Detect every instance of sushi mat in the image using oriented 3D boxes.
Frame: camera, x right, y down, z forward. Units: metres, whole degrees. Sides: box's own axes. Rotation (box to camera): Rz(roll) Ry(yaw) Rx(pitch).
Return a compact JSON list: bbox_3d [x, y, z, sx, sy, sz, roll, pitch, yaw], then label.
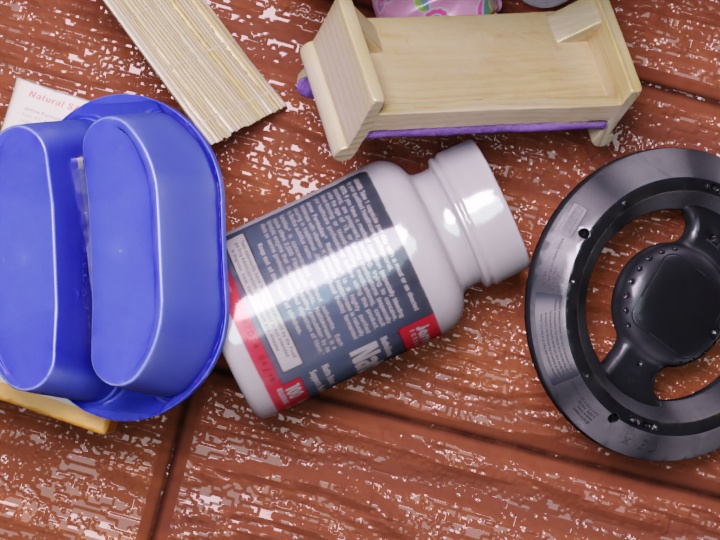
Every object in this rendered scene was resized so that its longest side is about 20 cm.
[{"bbox_3d":[-0.130,-0.172,1.692,0.012,0.096,0.200,-37,89,36],"label":"sushi mat"}]

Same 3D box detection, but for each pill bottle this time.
[{"bbox_3d":[0.000,0.000,1.667,0.199,0.120,0.120,-25,88,0],"label":"pill bottle"}]

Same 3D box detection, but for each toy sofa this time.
[{"bbox_3d":[0.065,-0.114,1.640,0.199,0.098,0.083,-4,61,-27],"label":"toy sofa"}]

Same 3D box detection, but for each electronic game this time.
[{"bbox_3d":[0.197,0.022,1.684,0.199,0.042,0.201,-2,94,-21],"label":"electronic game"}]

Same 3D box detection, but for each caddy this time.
[{"bbox_3d":[-0.153,-0.008,1.603,0.141,0.105,0.201,-3,88,23],"label":"caddy"}]

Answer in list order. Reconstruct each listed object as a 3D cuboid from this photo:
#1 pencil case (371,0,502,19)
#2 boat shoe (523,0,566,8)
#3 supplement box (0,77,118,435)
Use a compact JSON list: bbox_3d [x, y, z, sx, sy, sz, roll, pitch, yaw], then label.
[{"bbox_3d":[0.033,-0.239,1.692,0.087,0.087,0.201,-14,88,-1],"label":"pencil case"},{"bbox_3d":[0.107,-0.272,1.705,0.072,0.066,0.201,-14,102,1],"label":"boat shoe"},{"bbox_3d":[-0.188,-0.009,1.690,0.125,0.074,0.201,18,88,1],"label":"supplement box"}]
